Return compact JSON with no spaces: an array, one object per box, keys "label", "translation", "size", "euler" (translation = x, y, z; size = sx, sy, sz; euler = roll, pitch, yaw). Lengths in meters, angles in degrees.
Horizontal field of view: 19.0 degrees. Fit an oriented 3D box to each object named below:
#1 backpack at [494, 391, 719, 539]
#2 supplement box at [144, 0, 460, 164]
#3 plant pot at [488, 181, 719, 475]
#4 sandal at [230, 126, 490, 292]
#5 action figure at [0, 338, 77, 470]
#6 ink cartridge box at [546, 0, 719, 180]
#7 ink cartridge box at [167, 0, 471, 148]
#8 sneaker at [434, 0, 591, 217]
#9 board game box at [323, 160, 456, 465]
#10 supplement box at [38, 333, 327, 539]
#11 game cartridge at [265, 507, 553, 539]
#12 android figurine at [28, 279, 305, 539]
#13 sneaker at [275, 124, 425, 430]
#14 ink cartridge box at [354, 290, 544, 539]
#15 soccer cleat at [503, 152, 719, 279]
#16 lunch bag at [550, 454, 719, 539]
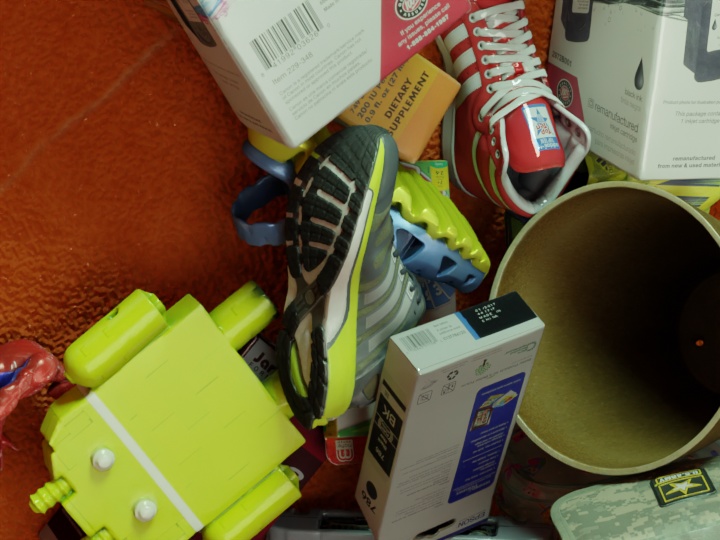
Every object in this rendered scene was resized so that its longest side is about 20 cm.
[{"label":"backpack","translation":[0.196,0.155,1.549],"size":[0.199,0.167,0.127],"euler":[-16,110,-6]},{"label":"supplement box","translation":[-0.035,-0.145,1.366],"size":[0.200,0.069,0.067],"euler":[30,92,-28]},{"label":"plant pot","translation":[0.216,0.040,1.448],"size":[0.200,0.186,0.187],"euler":[4,109,-55]},{"label":"sandal","translation":[-0.006,-0.033,1.386],"size":[0.200,0.080,0.087],"euler":[28,106,-24]},{"label":"action figure","translation":[-0.266,0.081,1.342],"size":[0.199,0.065,0.099],"euler":[9,98,-27]},{"label":"ink cartridge box","translation":[0.196,-0.175,1.418],"size":[0.084,0.145,0.201],"euler":[-2,110,-23]},{"label":"ink cartridge box","translation":[-0.047,-0.197,1.258],"size":[0.147,0.086,0.200],"euler":[-37,117,-12]},{"label":"sneaker","translation":[0.095,-0.131,1.405],"size":[0.071,0.112,0.201],"euler":[-17,115,-20]},{"label":"board game box","translation":[0.018,0.027,1.437],"size":[0.095,0.030,0.201],"euler":[-2,89,-25]},{"label":"supplement box","translation":[-0.107,0.138,1.441],"size":[0.109,0.061,0.200],"euler":[40,88,-31]},{"label":"game cartridge","translation":[0.034,0.233,1.503],"size":[0.199,0.041,0.134],"euler":[1,118,7]},{"label":"android figurine","translation":[-0.119,0.102,1.368],"size":[0.200,0.041,0.182],"euler":[-38,114,-9]},{"label":"sneaker","translation":[0.000,0.000,1.333],"size":[0.081,0.074,0.201],"euler":[-11,125,-33]},{"label":"ink cartridge box","translation":[0.052,0.105,1.390],"size":[0.099,0.039,0.200],"euler":[-19,141,-28]},{"label":"soccer cleat","translation":[0.188,-0.060,1.503],"size":[0.200,0.065,0.084],"euler":[-32,124,-10]},{"label":"lunch bag","translation":[0.210,0.184,1.373],"size":[0.163,0.200,0.118],"euler":[-13,71,0]}]
